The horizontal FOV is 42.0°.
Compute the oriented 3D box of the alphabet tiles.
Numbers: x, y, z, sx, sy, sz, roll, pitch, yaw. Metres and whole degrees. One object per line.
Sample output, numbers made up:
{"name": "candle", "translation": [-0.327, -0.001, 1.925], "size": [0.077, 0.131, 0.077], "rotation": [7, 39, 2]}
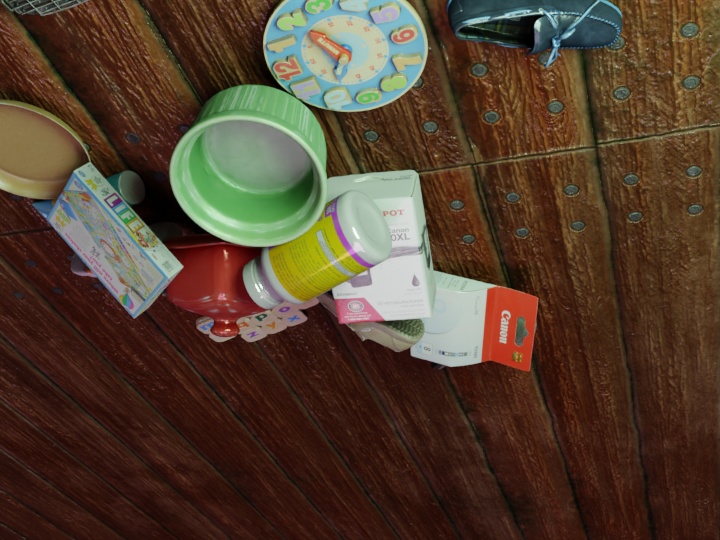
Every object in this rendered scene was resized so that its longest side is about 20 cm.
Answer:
{"name": "alphabet tiles", "translation": [-0.173, 0.069, 1.586], "size": [0.199, 0.015, 0.196], "rotation": [-21, 155, 9]}

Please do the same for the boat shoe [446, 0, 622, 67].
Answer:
{"name": "boat shoe", "translation": [0.196, -0.269, 1.063], "size": [0.198, 0.069, 0.084], "rotation": [3, 145, 4]}

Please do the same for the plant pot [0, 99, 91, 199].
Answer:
{"name": "plant pot", "translation": [-0.479, -0.175, 1.334], "size": [0.198, 0.028, 0.201], "rotation": [4, 146, 3]}

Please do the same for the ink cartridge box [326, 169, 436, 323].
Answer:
{"name": "ink cartridge box", "translation": [0.024, -0.032, 1.350], "size": [0.144, 0.084, 0.201], "rotation": [-4, 120, 13]}

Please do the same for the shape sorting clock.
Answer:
{"name": "shape sorting clock", "translation": [-0.018, -0.264, 1.128], "size": [0.198, 0.039, 0.201], "rotation": [4, 145, 3]}

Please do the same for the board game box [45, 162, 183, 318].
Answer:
{"name": "board game box", "translation": [-0.360, -0.041, 1.364], "size": [0.200, 0.034, 0.134], "rotation": [49, 135, -2]}

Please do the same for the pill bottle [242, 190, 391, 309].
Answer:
{"name": "pill bottle", "translation": [-0.063, -0.020, 1.264], "size": [0.199, 0.105, 0.104], "rotation": [-28, 134, 27]}

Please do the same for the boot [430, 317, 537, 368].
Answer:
{"name": "boot", "translation": [0.213, 0.129, 1.630], "size": [0.130, 0.068, 0.200], "rotation": [17, 143, -17]}

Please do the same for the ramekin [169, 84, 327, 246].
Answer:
{"name": "ramekin", "translation": [-0.135, -0.137, 1.198], "size": [0.198, 0.098, 0.201], "rotation": [3, 132, 4]}

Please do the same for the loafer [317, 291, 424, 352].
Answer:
{"name": "loafer", "translation": [0.006, 0.074, 1.526], "size": [0.199, 0.076, 0.069], "rotation": [31, 133, 10]}

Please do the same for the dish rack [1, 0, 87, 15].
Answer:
{"name": "dish rack", "translation": [-0.374, -0.370, 1.020], "size": [0.152, 0.055, 0.200], "rotation": [-9, 144, 23]}

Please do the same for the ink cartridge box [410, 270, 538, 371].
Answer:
{"name": "ink cartridge box", "translation": [0.179, 0.092, 1.516], "size": [0.199, 0.047, 0.161], "rotation": [15, 129, 20]}

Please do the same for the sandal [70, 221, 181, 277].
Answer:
{"name": "sandal", "translation": [-0.366, -0.020, 1.491], "size": [0.205, 0.080, 0.059], "rotation": [-11, 140, 19]}

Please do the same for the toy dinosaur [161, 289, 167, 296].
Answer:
{"name": "toy dinosaur", "translation": [-0.233, 0.037, 1.591], "size": [0.198, 0.061, 0.106], "rotation": [14, 172, -13]}

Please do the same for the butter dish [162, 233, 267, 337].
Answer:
{"name": "butter dish", "translation": [-0.200, 0.025, 1.405], "size": [0.199, 0.149, 0.199], "rotation": [-2, 174, 40]}

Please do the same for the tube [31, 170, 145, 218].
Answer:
{"name": "tube", "translation": [-0.410, -0.101, 1.419], "size": [0.199, 0.051, 0.078], "rotation": [-15, 125, 35]}
